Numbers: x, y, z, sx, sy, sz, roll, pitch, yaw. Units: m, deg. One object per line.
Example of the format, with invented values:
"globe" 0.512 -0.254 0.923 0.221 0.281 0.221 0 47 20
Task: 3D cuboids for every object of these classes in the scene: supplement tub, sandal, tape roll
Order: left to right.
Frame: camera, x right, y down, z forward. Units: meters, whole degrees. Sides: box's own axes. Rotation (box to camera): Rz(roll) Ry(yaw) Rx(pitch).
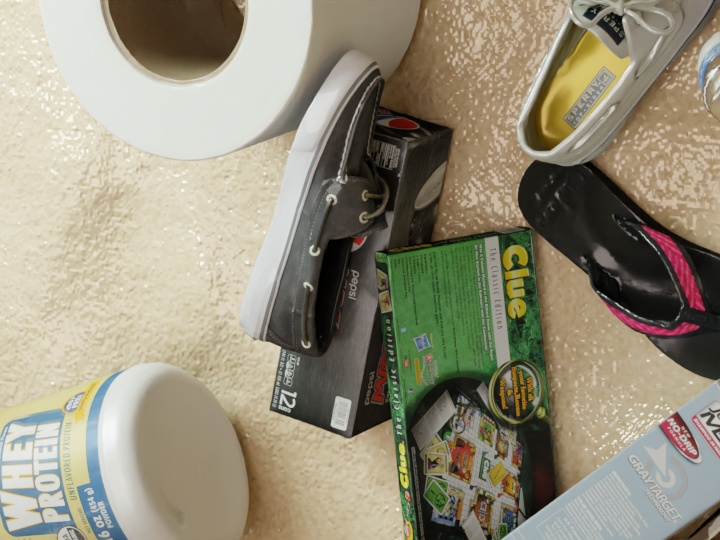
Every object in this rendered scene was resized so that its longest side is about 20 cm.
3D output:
"supplement tub" -0.192 0.153 1.851 0.200 0.145 0.145 -19 92 28
"tape roll" -0.080 -0.179 1.721 0.203 0.139 0.203 9 108 29
"sandal" 0.172 0.002 1.692 0.200 0.045 0.075 38 114 15

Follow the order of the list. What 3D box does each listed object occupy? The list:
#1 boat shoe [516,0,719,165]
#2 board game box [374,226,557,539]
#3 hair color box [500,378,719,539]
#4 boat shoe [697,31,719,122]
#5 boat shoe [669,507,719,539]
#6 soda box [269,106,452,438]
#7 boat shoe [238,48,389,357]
"boat shoe" 0.152 -0.149 1.641 0.075 0.086 0.202 40 109 15
"board game box" 0.068 0.079 1.735 0.023 0.105 0.200 -165 68 -67
"hair color box" 0.185 0.125 1.665 0.200 0.099 0.061 -42 81 37
"boat shoe" 0.292 -0.112 1.565 0.200 0.072 0.072 -14 124 12
"boat shoe" 0.238 0.167 1.663 0.200 0.072 0.068 -37 82 10
"soda box" 0.000 0.000 1.764 0.063 0.071 0.200 19 108 24
"boat shoe" -0.015 -0.035 1.687 0.066 0.070 0.200 26 111 12
